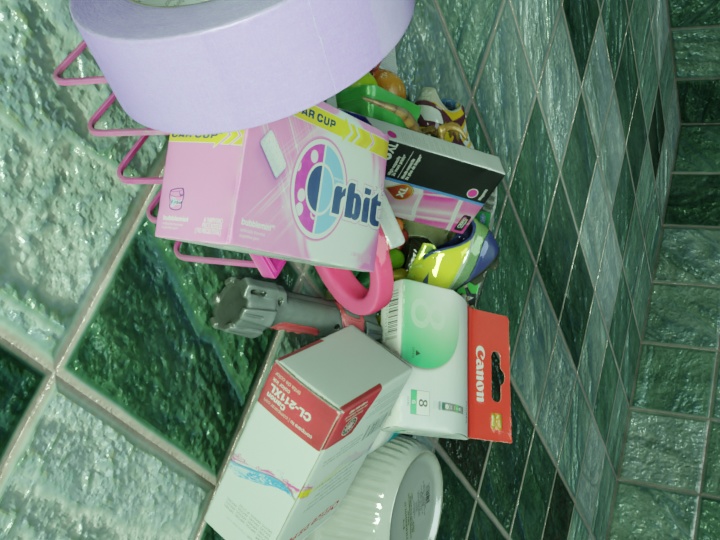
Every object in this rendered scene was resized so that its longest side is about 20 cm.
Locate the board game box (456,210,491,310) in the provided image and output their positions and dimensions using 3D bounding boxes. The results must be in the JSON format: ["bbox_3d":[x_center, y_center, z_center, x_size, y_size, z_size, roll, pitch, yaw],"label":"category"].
[{"bbox_3d":[0.137,0.007,1.143,0.200,0.029,0.135,103,-1,-78],"label":"board game box"}]

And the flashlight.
[{"bbox_3d":[-0.063,0.053,0.851,0.200,0.068,0.068,13,80,-47],"label":"flashlight"}]

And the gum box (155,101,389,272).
[{"bbox_3d":[-0.052,-0.065,0.615,0.200,0.066,0.114,11,86,-60],"label":"gum box"}]

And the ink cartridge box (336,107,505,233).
[{"bbox_3d":[0.047,-0.103,0.888,0.200,0.095,0.037,14,42,-22],"label":"ink cartridge box"}]

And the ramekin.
[{"bbox_3d":[0.024,0.292,1.030,0.200,0.105,0.201,-13,104,-60],"label":"ramekin"}]

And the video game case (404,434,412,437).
[{"bbox_3d":[0.077,0.118,1.194,0.200,0.019,0.143,-66,146,-31],"label":"video game case"}]

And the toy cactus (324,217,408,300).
[{"bbox_3d":[0.000,0.000,0.974,0.200,0.102,0.165,18,88,-70],"label":"toy cactus"}]

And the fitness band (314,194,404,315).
[{"bbox_3d":[-0.023,-0.052,0.819,0.037,0.144,0.200,-22,87,-29],"label":"fitness band"}]

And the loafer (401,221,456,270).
[{"bbox_3d":[0.090,-0.051,1.132,0.068,0.076,0.201,17,80,-68],"label":"loafer"}]

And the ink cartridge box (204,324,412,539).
[{"bbox_3d":[-0.051,0.170,0.814,0.146,0.083,0.200,-19,140,-60],"label":"ink cartridge box"}]

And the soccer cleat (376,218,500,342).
[{"bbox_3d":[0.078,0.012,1.001,0.200,0.065,0.084,-40,112,-7],"label":"soccer cleat"}]

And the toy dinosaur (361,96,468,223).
[{"bbox_3d":[0.065,-0.132,0.917,0.106,0.060,0.200,-48,148,-29],"label":"toy dinosaur"}]

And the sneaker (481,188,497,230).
[{"bbox_3d":[0.171,-0.064,1.307,0.082,0.075,0.200,3,98,-76],"label":"sneaker"}]

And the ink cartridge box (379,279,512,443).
[{"bbox_3d":[0.111,0.108,0.942,0.200,0.050,0.161,13,70,-31],"label":"ink cartridge box"}]

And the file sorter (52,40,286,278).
[{"bbox_3d":[-0.125,-0.116,0.673,0.139,0.125,0.200,-62,142,-34],"label":"file sorter"}]

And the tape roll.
[{"bbox_3d":[-0.070,-0.171,0.509,0.200,0.200,0.066,-63,148,-36],"label":"tape roll"}]

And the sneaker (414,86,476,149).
[{"bbox_3d":[0.134,-0.194,1.194,0.200,0.075,0.090,19,82,-62],"label":"sneaker"}]

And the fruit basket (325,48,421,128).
[{"bbox_3d":[-0.003,-0.225,0.951,0.185,0.094,0.200,1,77,-62],"label":"fruit basket"}]

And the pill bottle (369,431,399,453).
[{"bbox_3d":[0.029,0.144,1.007,0.200,0.111,0.111,-15,107,-58],"label":"pill bottle"}]
